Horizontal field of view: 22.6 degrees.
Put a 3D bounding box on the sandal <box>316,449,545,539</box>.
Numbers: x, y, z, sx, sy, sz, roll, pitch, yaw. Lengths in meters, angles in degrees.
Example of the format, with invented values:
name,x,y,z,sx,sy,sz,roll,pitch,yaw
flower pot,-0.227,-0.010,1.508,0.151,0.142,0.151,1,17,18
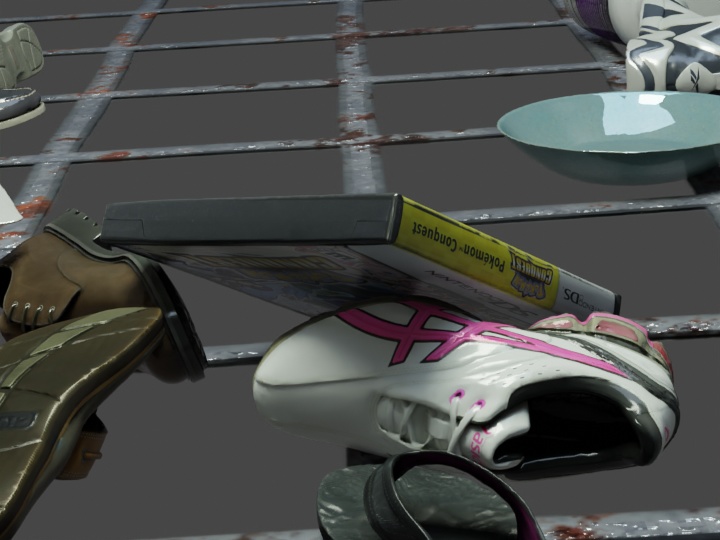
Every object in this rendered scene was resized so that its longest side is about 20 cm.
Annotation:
name,x,y,z,sx,sy,sz,roll,pitch,yaw
sandal,0.043,0.105,0.706,0.075,0.048,0.200,-11,20,-23

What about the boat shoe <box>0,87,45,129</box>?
name,x,y,z,sx,sy,sz,roll,pitch,yaw
boat shoe,-0.381,-0.154,1.591,0.199,0.063,0.073,-5,17,-4

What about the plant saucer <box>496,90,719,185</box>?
name,x,y,z,sx,sy,sz,roll,pitch,yaw
plant saucer,0.202,-0.095,1.334,0.200,0.039,0.201,-3,18,1

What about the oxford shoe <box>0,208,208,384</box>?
name,x,y,z,sx,sy,sz,roll,pitch,yaw
oxford shoe,-0.147,0.029,0.980,0.084,0.073,0.200,-31,26,-22

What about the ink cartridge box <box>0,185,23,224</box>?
name,x,y,z,sx,sy,sz,roll,pitch,yaw
ink cartridge box,-0.292,0.008,1.027,0.199,0.068,0.117,-14,20,-15

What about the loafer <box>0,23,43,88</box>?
name,x,y,z,sx,sy,sz,roll,pitch,yaw
loafer,-0.370,-0.199,1.751,0.063,0.072,0.200,-17,8,14

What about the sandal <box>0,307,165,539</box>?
name,x,y,z,sx,sy,sz,roll,pitch,yaw
sandal,-0.149,0.081,0.830,0.081,0.055,0.200,-4,31,18

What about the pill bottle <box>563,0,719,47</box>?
name,x,y,z,sx,sy,sz,roll,pitch,yaw
pill bottle,0.280,-0.270,1.753,0.111,0.112,0.200,-8,18,-13

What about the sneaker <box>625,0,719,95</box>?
name,x,y,z,sx,sy,sz,roll,pitch,yaw
sneaker,0.303,-0.190,1.551,0.129,0.080,0.199,3,19,15

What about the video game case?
name,x,y,z,sx,sy,sz,roll,pitch,yaw
video game case,0.000,0.000,0.907,0.199,0.026,0.180,0,-15,43

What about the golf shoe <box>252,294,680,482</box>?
name,x,y,z,sx,sy,sz,roll,pitch,yaw
golf shoe,0.045,0.056,0.823,0.199,0.073,0.092,-1,19,7
